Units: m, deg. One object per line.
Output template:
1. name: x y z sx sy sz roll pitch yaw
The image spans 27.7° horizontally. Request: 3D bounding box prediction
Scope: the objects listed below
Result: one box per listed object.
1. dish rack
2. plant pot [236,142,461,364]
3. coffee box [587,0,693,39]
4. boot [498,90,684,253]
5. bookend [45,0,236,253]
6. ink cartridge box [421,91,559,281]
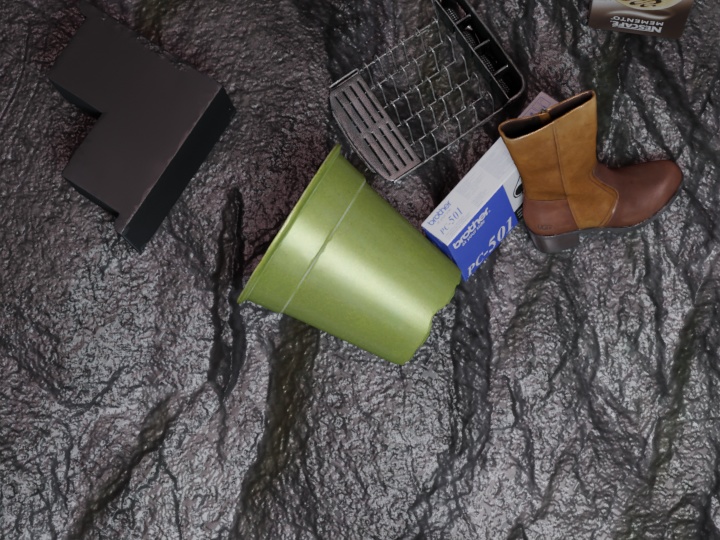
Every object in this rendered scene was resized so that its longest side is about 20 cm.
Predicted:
1. dish rack: 0.068 -0.203 1.646 0.199 0.055 0.154 -34 76 -4
2. plant pot: 0.000 0.000 1.548 0.189 0.200 0.201 33 80 -1
3. coffee box: 0.314 -0.336 1.587 0.112 0.200 0.081 7 74 6
4. boot: 0.248 -0.123 1.541 0.186 0.201 0.069 -16 49 5
5. bookend: -0.278 -0.162 1.639 0.198 0.092 0.201 31 82 12
6. ink cartridge box: 0.156 -0.091 1.590 0.044 0.094 0.200 38 81 29
